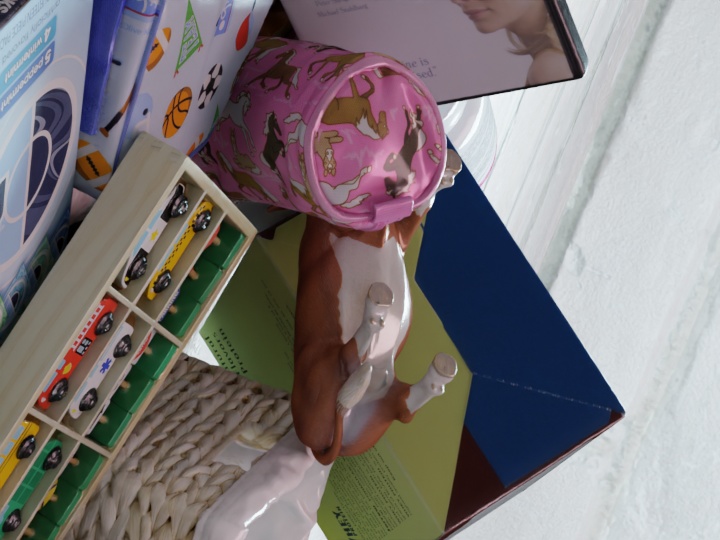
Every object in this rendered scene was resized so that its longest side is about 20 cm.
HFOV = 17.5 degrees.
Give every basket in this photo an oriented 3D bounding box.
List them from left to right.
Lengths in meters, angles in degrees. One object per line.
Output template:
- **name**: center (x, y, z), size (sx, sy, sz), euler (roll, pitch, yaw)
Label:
- **basket**: center (-0.128, 0.160, 1.254), size (0.198, 0.160, 0.201), euler (-40, 150, -68)

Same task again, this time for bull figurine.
- **bull figurine**: center (0.000, 0.000, 1.226), size (0.121, 0.065, 0.201), euler (-39, -132, 54)

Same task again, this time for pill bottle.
- **pill bottle**: center (0.035, -0.113, 1.639), size (0.200, 0.113, 0.114), euler (59, 54, -77)

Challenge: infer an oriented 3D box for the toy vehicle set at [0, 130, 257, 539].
- **toy vehicle set**: center (-0.126, 0.042, 1.083), size (0.201, 0.026, 0.124), euler (-58, 162, -5)

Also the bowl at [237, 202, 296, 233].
- **bowl**: center (-0.025, -0.096, 1.439), size (0.201, 0.090, 0.202), euler (22, 90, -79)

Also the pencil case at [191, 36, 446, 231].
- **pencil case**: center (-0.036, -0.070, 1.185), size (0.083, 0.087, 0.200), euler (-53, -153, -14)

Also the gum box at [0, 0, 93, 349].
- **gum box**: center (-0.173, -0.028, 0.965), size (0.170, 0.044, 0.201), euler (-57, 164, -45)

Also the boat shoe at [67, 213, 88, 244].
- **boat shoe**: center (-0.129, 0.005, 1.175), size (0.200, 0.072, 0.068), euler (-49, 159, -52)

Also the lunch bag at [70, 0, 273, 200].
- **lunch bag**: center (-0.093, -0.136, 1.071), size (0.160, 0.075, 0.201), euler (-44, 155, -60)

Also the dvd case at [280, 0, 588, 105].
- **dvd case**: center (0.018, -0.164, 1.162), size (0.018, 0.142, 0.201), euler (-72, 146, -45)

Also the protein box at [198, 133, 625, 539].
- **protein box**: center (0.024, 0.060, 1.391), size (0.135, 0.199, 0.200), euler (-30, 172, -20)

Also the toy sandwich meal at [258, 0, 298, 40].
- **toy sandwich meal**: center (0.025, -0.166, 1.283), size (0.205, 0.070, 0.205), euler (-31, 159, -13)
